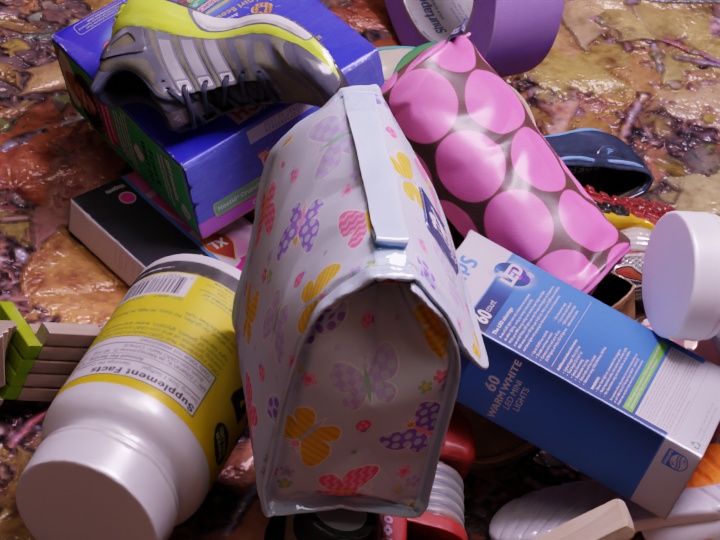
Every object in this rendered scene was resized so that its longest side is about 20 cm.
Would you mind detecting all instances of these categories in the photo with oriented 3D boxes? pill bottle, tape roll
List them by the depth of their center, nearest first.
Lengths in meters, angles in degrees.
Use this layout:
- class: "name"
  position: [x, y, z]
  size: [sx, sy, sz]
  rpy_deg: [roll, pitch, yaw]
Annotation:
- class: "pill bottle"
  position: [-0.132, 0.091, 1.390]
  size: [0.114, 0.115, 0.200]
  rpy_deg: [19, 42, 10]
- class: "pill bottle"
  position: [0.289, 0.010, 1.430]
  size: [0.199, 0.112, 0.112]
  rpy_deg: [4, 41, -17]
- class: "tape roll"
  position: [0.084, -0.250, 1.756]
  size: [0.065, 0.201, 0.200]
  rpy_deg: [-12, 45, -24]

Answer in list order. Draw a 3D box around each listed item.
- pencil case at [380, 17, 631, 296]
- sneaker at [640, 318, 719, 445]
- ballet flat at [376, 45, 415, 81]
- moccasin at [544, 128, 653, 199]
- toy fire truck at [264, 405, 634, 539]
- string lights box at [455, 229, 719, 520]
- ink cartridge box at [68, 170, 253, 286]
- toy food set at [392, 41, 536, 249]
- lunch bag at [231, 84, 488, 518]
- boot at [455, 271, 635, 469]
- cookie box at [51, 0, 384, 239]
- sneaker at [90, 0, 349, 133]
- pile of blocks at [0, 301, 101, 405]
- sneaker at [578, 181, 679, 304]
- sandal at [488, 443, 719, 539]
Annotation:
- class: "pencil case"
  position: [0.098, -0.065, 1.485]
  size: [0.094, 0.091, 0.200]
  rpy_deg: [-33, 86, -45]
- class: "sneaker"
  position: [0.246, 0.037, 1.529]
  size: [0.104, 0.075, 0.201]
  rpy_deg: [21, 65, 19]
- class: "ballet flat"
  position: [-0.029, -0.128, 1.703]
  size: [0.199, 0.070, 0.070]
  rpy_deg: [-7, 43, -10]
- class: "moccasin"
  position: [0.136, -0.063, 1.642]
  size: [0.200, 0.081, 0.068]
  rpy_deg: [-24, 39, -31]
- class: "toy fire truck"
  position: [0.053, 0.145, 1.374]
  size: [0.199, 0.129, 0.176]
  rpy_deg: [16, 39, -11]
- class: "string lights box"
  position: [0.130, 0.063, 1.401]
  size: [0.200, 0.059, 0.103]
  rpy_deg: [29, 35, 8]
- class: "ink cartridge box"
  position: [-0.111, -0.002, 1.563]
  size: [0.095, 0.037, 0.200]
  rpy_deg: [-26, 54, -34]
- class: "toy food set"
  position: [0.034, -0.066, 1.585]
  size: [0.200, 0.049, 0.198]
  rpy_deg: [-43, 44, 1]
- class: "lunch bag"
  position: [0.000, 0.019, 1.278]
  size: [0.127, 0.200, 0.170]
  rpy_deg: [1, 40, -13]
- class: "boot"
  position: [0.120, 0.063, 1.504]
  size: [0.074, 0.076, 0.200]
  rpy_deg: [35, 48, 23]
- class: "cookie box"
  position: [-0.102, -0.138, 1.606]
  size: [0.171, 0.075, 0.200]
  rpy_deg: [-31, 46, -16]
- class: "sneaker"
  position: [-0.096, -0.128, 1.503]
  size: [0.199, 0.074, 0.081]
  rpy_deg: [11, 61, 31]
- class: "pile of blocks"
  position: [-0.268, 0.061, 1.421]
  size: [0.199, 0.082, 0.062]
  rpy_deg: [-19, 48, -29]
- class: "sneaker"
  position: [0.193, -0.010, 1.610]
  size: [0.199, 0.082, 0.078]
  rpy_deg: [14, 18, -18]
- class: "sandal"
  position: [0.187, 0.163, 1.422]
  size: [0.206, 0.059, 0.079]
  rpy_deg: [-11, 24, 7]
